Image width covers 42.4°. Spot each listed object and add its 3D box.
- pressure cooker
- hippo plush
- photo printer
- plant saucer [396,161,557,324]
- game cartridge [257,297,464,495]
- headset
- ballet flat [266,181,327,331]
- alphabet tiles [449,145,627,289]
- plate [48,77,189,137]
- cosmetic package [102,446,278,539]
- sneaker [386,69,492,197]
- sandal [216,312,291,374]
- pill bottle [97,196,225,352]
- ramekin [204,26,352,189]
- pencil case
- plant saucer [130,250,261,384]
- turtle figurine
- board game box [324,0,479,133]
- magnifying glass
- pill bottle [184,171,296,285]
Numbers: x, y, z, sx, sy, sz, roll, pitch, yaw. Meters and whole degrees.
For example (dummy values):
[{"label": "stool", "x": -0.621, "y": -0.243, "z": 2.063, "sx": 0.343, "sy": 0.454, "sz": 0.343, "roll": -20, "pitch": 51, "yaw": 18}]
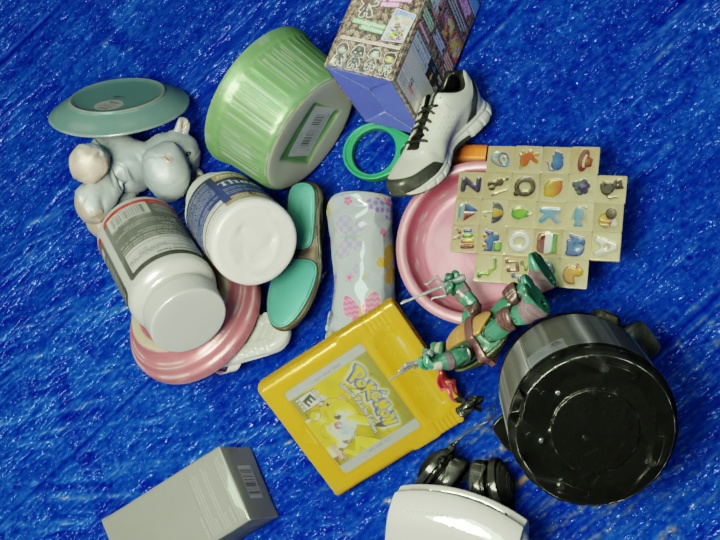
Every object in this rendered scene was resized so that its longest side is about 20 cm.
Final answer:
[{"label": "pressure cooker", "x": 0.239, "y": 0.136, "z": 1.002, "sx": 0.174, "sy": 0.200, "sz": 0.180, "roll": 6, "pitch": 102, "yaw": 2}, {"label": "hippo plush", "x": -0.304, "y": -0.131, "z": 1.311, "sx": 0.159, "sy": 0.200, "sz": 0.160, "roll": -2, "pitch": 121, "yaw": 1}, {"label": "photo printer", "x": 0.103, "y": 0.341, "z": 1.037, "sx": 0.165, "sy": 0.069, "sz": 0.202, "roll": 11, "pitch": 105, "yaw": 22}, {"label": "plant saucer", "x": 0.145, "y": -0.031, "z": 1.138, "sx": 0.199, "sy": 0.051, "sz": 0.202, "roll": -4, "pitch": 77, "yaw": 19}, {"label": "game cartridge", "x": 0.005, "y": 0.156, "z": 1.122, "sx": 0.199, "sy": 0.032, "sz": 0.177, "roll": -33, "pitch": 102, "yaw": 13}, {"label": "headset", "x": 0.118, "y": 0.244, "z": 1.073, "sx": 0.123, "sy": 0.094, "sz": 0.202, "roll": 11, "pitch": 94, "yaw": 22}, {"label": "ballet flat", "x": -0.073, "y": -0.016, "z": 1.215, "sx": 0.067, "sy": 0.068, "sz": 0.202, "roll": 8, "pitch": 81, "yaw": 20}, {"label": "alphabet tiles", "x": 0.206, "y": -0.065, "z": 1.084, "sx": 0.198, "sy": 0.006, "sz": 0.168, "roll": 4, "pitch": 80, "yaw": 21}, {"label": "plate", "x": -0.343, "y": -0.239, "z": 1.315, "sx": 0.199, "sy": 0.200, "sz": 0.026, "roll": 12, "pitch": 124, "yaw": 23}, {"label": "cosmetic package", "x": -0.220, "y": 0.320, "z": 1.193, "sx": 0.199, "sy": 0.090, "sz": 0.107, "roll": -32, "pitch": 69, "yaw": 15}, {"label": "sneaker", "x": 0.085, "y": -0.169, "z": 1.140, "sx": 0.073, "sy": 0.080, "sz": 0.200, "roll": 5, "pitch": 48, "yaw": 42}, {"label": "sandal", "x": -0.180, "y": 0.106, "z": 1.237, "sx": 0.201, "sy": 0.050, "sz": 0.083, "roll": -8, "pitch": 53, "yaw": 23}, {"label": "pill bottle", "x": -0.250, "y": 0.004, "z": 1.170, "sx": 0.114, "sy": 0.114, "sz": 0.200, "roll": -45, "pitch": 48, "yaw": 7}, {"label": "ramekin", "x": -0.098, "y": -0.202, "z": 1.201, "sx": 0.097, "sy": 0.200, "sz": 0.201, "roll": 37, "pitch": 93, "yaw": 16}, {"label": "pencil case", "x": 0.000, "y": 0.000, "z": 1.178, "sx": 0.090, "sy": 0.083, "sz": 0.202, "roll": -7, "pitch": 76, "yaw": 32}, {"label": "plant saucer", "x": -0.229, "y": 0.051, "z": 1.235, "sx": 0.199, "sy": 0.051, "sz": 0.202, "roll": -14, "pitch": 53, "yaw": 19}, {"label": "turtle figurine", "x": 0.124, "y": 0.061, "z": 1.042, "sx": 0.199, "sy": 0.101, "sz": 0.150, "roll": -34, "pitch": 30, "yaw": 29}, {"label": "board game box", "x": 0.058, "y": -0.299, "z": 1.168, "sx": 0.096, "sy": 0.159, "sz": 0.201, "roll": 18, "pitch": 79, "yaw": 24}, {"label": "magnifying glass", "x": 0.071, "y": -0.154, "z": 1.219, "sx": 0.199, "sy": 0.022, "sz": 0.080, "roll": 4, "pitch": 80, "yaw": 24}, {"label": "pill bottle", "x": -0.164, "y": -0.064, "z": 1.199, "sx": 0.111, "sy": 0.111, "sz": 0.200, "roll": -55, "pitch": 31, "yaw": 3}]
